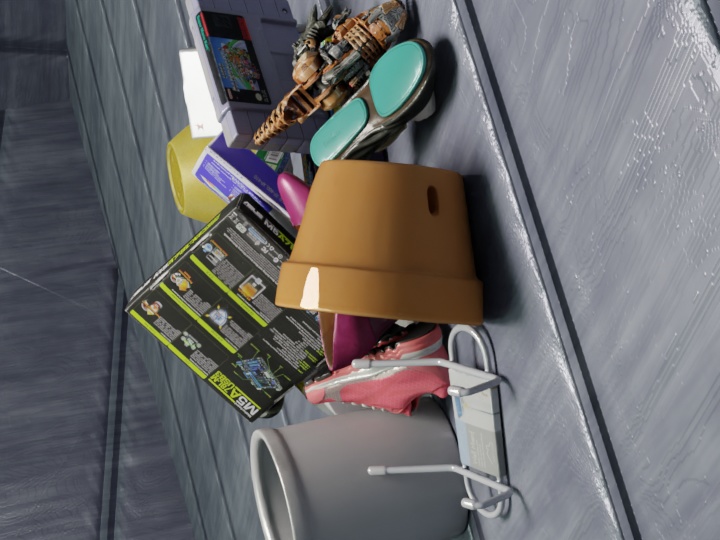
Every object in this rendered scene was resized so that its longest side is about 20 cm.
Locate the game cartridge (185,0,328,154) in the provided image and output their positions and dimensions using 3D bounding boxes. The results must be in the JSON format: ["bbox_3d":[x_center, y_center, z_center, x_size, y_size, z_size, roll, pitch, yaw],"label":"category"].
[{"bbox_3d":[-0.110,-0.216,1.640,0.038,0.128,0.202,-44,53,40],"label":"game cartridge"}]

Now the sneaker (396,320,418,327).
[{"bbox_3d":[0.036,-0.026,1.601,0.074,0.082,0.201,25,149,41],"label":"sneaker"}]

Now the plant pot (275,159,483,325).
[{"bbox_3d":[0.023,-0.027,1.437,0.200,0.197,0.142,-178,93,-73],"label":"plant pot"}]

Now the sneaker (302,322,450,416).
[{"bbox_3d":[0.018,0.123,1.615,0.199,0.074,0.087,-23,100,41],"label":"sneaker"}]

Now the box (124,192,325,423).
[{"bbox_3d":[-0.125,0.044,1.681,0.200,0.193,0.048,42,-152,-15],"label":"box"}]

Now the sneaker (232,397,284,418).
[{"bbox_3d":[-0.109,0.076,1.786,0.079,0.073,0.203,14,105,60],"label":"sneaker"}]

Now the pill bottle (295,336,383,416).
[{"bbox_3d":[-0.027,0.108,1.799,0.200,0.113,0.116,-146,47,-68],"label":"pill bottle"}]

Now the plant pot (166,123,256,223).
[{"bbox_3d":[-0.193,-0.142,2.148,0.200,0.140,0.203,168,90,-73],"label":"plant pot"}]

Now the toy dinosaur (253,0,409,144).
[{"bbox_3d":[-0.034,-0.205,1.531,0.136,0.198,0.103,-78,-35,-68],"label":"toy dinosaur"}]

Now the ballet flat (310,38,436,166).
[{"bbox_3d":[0.027,-0.161,1.486,0.200,0.068,0.069,-37,60,45],"label":"ballet flat"}]

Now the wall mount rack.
[{"bbox_3d":[0.075,0.152,1.505,0.173,0.074,0.203,12,113,55],"label":"wall mount rack"}]

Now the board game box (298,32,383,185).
[{"bbox_3d":[-0.027,-0.166,1.714,0.165,0.056,0.203,-148,49,-71],"label":"board game box"}]

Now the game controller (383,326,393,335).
[{"bbox_3d":[0.000,0.000,1.763,0.200,0.042,0.106,-140,41,-64],"label":"game controller"}]

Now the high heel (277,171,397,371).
[{"bbox_3d":[-0.044,0.001,1.547,0.201,0.096,0.067,53,164,-8],"label":"high heel"}]

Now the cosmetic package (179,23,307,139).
[{"bbox_3d":[-0.123,-0.223,1.770,0.070,0.200,0.103,0,106,28],"label":"cosmetic package"}]

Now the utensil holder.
[{"bbox_3d":[-0.002,0.235,1.648,0.170,0.198,0.172,168,90,-75],"label":"utensil holder"}]

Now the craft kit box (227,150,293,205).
[{"bbox_3d":[-0.130,-0.022,1.919,0.199,0.048,0.201,76,-147,-51],"label":"craft kit box"}]

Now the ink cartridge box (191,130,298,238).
[{"bbox_3d":[-0.094,-0.074,1.691,0.198,0.044,0.200,40,170,-6],"label":"ink cartridge box"}]
